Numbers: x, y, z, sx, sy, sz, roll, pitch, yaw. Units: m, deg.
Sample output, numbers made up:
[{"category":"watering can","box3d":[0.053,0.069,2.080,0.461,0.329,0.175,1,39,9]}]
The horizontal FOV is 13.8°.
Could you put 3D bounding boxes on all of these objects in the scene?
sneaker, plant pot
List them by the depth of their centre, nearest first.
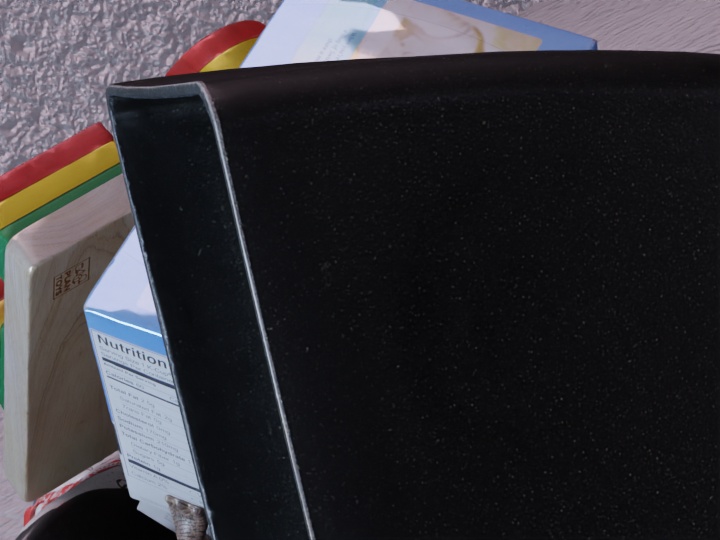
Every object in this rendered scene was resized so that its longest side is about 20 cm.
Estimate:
[{"category":"plant pot","box3d":[0.038,0.018,0.948,0.177,0.200,0.200,-14,6,-13]},{"category":"sneaker","box3d":[-0.127,0.131,1.389,0.108,0.067,0.201,-26,6,36]}]

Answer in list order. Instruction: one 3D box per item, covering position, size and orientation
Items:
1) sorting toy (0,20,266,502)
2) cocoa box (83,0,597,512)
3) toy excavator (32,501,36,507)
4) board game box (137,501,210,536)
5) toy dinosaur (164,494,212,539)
[{"category":"sorting toy","box3d":[-0.088,-0.016,1.337,0.199,0.070,0.200,-31,-25,-24]},{"category":"cocoa box","box3d":[0.000,0.000,1.171,0.133,0.131,0.200,18,56,19]},{"category":"toy excavator","box3d":[-0.142,0.135,1.571,0.194,0.200,0.100,23,26,15]},{"category":"board game box","box3d":[0.002,0.068,1.284,0.035,0.126,0.200,-61,-3,40]},{"category":"toy dinosaur","box3d":[-0.059,0.170,1.139,0.200,0.086,0.136,95,-162,-79]}]
